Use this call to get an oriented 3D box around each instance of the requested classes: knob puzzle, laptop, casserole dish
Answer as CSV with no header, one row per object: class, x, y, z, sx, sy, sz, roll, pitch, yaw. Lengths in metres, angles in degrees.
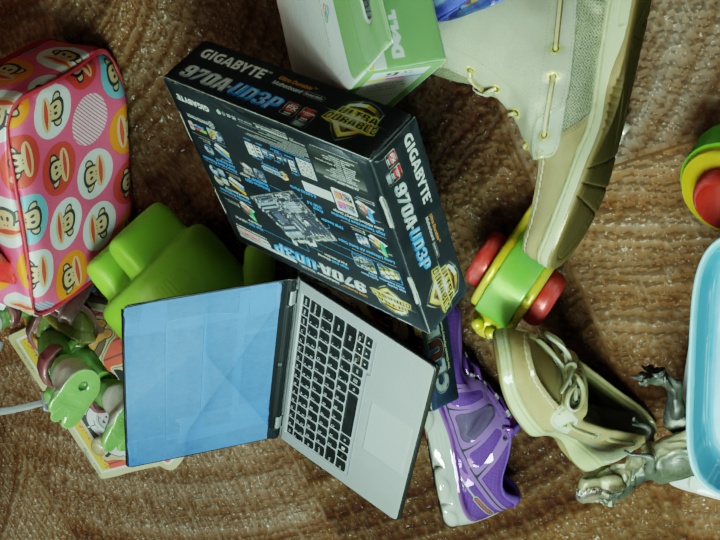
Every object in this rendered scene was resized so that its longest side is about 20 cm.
knob puzzle,-0.231,0.113,1.115,0.216,0.030,0.223,12,121,20
laptop,-0.065,0.110,0.869,0.199,0.116,0.189,32,139,21
casserole dish,0.270,0.060,0.742,0.119,0.039,0.204,4,105,20

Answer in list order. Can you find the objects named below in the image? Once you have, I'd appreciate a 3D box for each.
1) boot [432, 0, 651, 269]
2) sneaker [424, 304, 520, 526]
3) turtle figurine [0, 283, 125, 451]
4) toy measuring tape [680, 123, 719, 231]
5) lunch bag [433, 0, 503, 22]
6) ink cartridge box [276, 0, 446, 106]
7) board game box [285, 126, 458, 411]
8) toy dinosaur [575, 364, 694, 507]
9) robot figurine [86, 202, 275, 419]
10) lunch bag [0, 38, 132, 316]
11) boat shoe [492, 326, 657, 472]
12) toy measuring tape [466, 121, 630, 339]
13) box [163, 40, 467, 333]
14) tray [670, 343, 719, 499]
boot,0.096,-0.115,0.773,0.153,0.072,0.203,16,97,21
sneaker,0.087,0.108,0.947,0.082,0.081,0.203,-12,112,3
turtle figurine,-0.282,0.094,1.006,0.193,0.198,0.146,35,143,43
toy measuring tape,0.250,-0.032,0.786,0.072,0.074,0.202,8,134,21
lunch bag,0.093,-0.252,0.703,0.198,0.093,0.153,-20,84,42
ink cartridge box,0.003,-0.165,0.740,0.200,0.058,0.106,154,104,-73
board game box,0.000,0.000,0.884,0.134,0.034,0.204,0,102,44
toy dinosaur,0.240,0.108,0.817,0.197,0.048,0.089,-16,105,19
robot figurine,-0.133,0.044,0.975,0.200,0.116,0.175,48,133,-7
lunch bag,-0.258,-0.069,0.934,0.081,0.176,0.203,13,122,17
boat shoe,0.156,0.090,0.849,0.062,0.074,0.201,-21,141,23
toy measuring tape,0.127,-0.021,0.833,0.073,0.074,0.201,32,126,5
box,-0.031,-0.058,0.788,0.198,0.046,0.160,25,150,37
tray,0.283,0.110,0.846,0.106,0.022,0.202,13,134,21
